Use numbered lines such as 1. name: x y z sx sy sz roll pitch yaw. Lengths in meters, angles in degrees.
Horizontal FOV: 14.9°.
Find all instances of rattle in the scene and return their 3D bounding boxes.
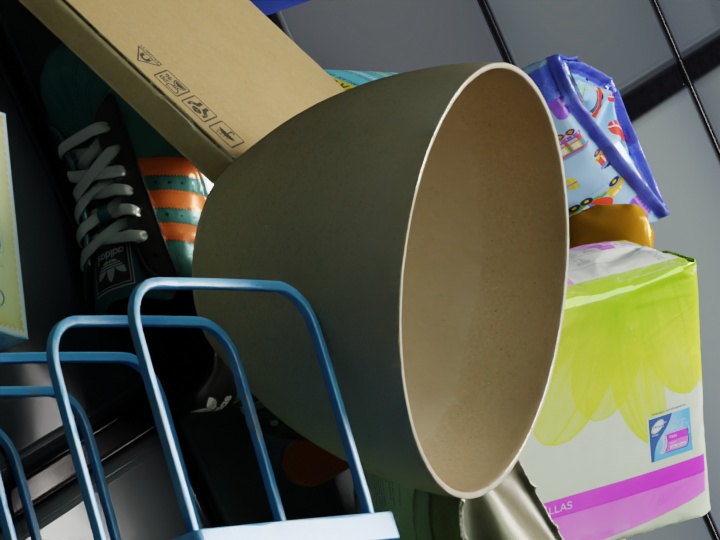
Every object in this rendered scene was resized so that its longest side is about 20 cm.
1. rattle: 0.066 0.052 1.491 0.199 0.143 0.131 -8 70 -43

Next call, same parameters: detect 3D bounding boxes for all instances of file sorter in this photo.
1. file sorter: -0.114 0.093 1.182 0.139 0.200 0.123 1 69 -56

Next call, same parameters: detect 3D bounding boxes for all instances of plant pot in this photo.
1. plant pot: 0.000 0.000 1.289 0.200 0.134 0.201 5 90 -66

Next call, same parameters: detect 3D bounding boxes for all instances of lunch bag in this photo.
1. lunch bag: 0.069 -0.055 1.527 0.094 0.150 0.200 68 13 14

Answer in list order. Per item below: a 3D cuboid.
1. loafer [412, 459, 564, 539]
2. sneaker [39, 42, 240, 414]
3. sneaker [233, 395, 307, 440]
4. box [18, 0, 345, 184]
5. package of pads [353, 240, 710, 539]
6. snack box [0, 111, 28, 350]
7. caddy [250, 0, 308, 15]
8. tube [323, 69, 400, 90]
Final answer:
1. loafer: 0.091 0.162 1.377 0.075 0.069 0.201 -44 117 -40
2. sneaker: -0.109 -0.021 1.374 0.080 0.071 0.200 -36 97 -51
3. sneaker: -0.039 -0.008 1.467 0.090 0.078 0.201 6 67 -58
4. box: -0.106 -0.131 1.398 0.200 0.021 0.163 43 25 7
5. package of pads: 0.089 0.073 1.449 0.199 0.068 0.155 -14 108 -27
6. snack box: -0.232 -0.035 1.228 0.200 0.037 0.117 18 58 -51
7. caddy: -0.066 -0.234 1.525 0.200 0.105 0.142 55 36 -22
8. tube: -0.002 -0.092 1.566 0.200 0.077 0.051 -1 107 -66
